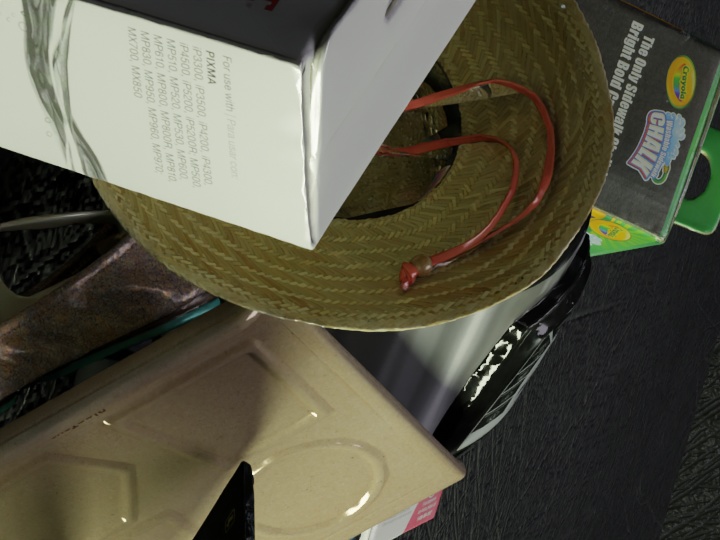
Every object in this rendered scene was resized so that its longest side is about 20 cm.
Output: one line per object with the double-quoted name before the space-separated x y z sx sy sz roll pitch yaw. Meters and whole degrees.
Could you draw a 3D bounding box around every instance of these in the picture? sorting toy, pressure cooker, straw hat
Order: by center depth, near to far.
"straw hat" -0.011 -0.052 0.824 0.085 0.200 0.202 104 10 -69
"sorting toy" -0.074 0.083 0.883 0.200 0.185 0.037 44 20 -55
"pressure cooker" -0.002 -0.002 0.978 0.200 0.175 0.179 113 -32 -45

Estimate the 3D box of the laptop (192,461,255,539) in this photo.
"laptop" -0.119 0.178 0.798 0.178 0.103 0.200 -57 -159 29

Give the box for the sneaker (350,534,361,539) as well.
"sneaker" -0.051 0.128 1.036 0.095 0.079 0.201 32 34 -35

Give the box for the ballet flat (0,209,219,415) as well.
"ballet flat" -0.143 0.021 0.839 0.200 0.068 0.068 -30 102 -37

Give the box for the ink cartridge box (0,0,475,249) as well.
"ink cartridge box" -0.073 -0.106 0.709 0.083 0.199 0.147 90 25 -46

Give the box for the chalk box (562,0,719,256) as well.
"chalk box" 0.129 -0.087 1.305 0.125 0.199 0.124 -68 -165 -10

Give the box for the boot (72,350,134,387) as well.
"boot" -0.133 0.133 0.987 0.165 0.065 0.201 20 91 -81

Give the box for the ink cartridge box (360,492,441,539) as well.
"ink cartridge box" 0.019 0.057 1.356 0.146 0.082 0.201 -5 113 -71
